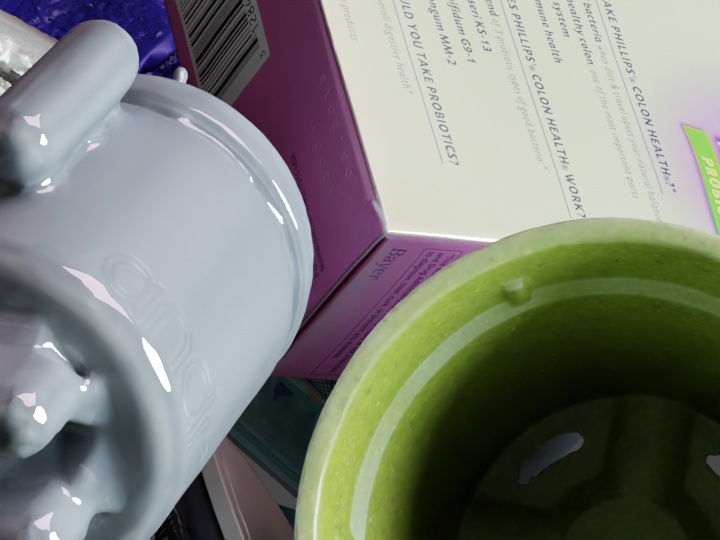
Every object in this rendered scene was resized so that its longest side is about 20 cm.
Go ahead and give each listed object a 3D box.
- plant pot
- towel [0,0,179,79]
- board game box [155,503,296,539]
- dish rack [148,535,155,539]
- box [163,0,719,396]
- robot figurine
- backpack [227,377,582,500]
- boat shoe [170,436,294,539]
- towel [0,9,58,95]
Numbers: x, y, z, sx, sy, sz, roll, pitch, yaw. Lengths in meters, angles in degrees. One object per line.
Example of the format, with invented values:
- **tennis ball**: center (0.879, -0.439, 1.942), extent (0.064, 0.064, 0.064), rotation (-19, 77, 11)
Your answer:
- **plant pot**: center (0.088, 0.097, 1.008), extent (0.200, 0.200, 0.184), rotation (43, -2, 11)
- **towel**: center (-0.142, -0.129, 1.253), extent (0.199, 0.050, 0.148), rotation (24, 31, 17)
- **board game box**: center (0.023, 0.150, 1.095), extent (0.199, 0.028, 0.135), rotation (22, 26, -40)
- **dish rack**: center (-0.132, 0.026, 0.962), extent (0.171, 0.043, 0.201), rotation (21, 49, -45)
- **box**: center (0.047, -0.055, 1.096), extent (0.199, 0.097, 0.177), rotation (4, 56, -32)
- **robot figurine**: center (-0.083, 0.013, 0.894), extent (0.112, 0.170, 0.200), rotation (10, 32, 16)
- **backpack**: center (0.000, 0.000, 1.199), extent (0.200, 0.150, 0.178), rotation (47, 18, -6)
- **boat shoe**: center (-0.046, 0.121, 0.972), extent (0.073, 0.063, 0.200), rotation (52, 10, -41)
- **towel**: center (-0.135, -0.075, 1.025), extent (0.200, 0.035, 0.132), rotation (28, 5, -31)
